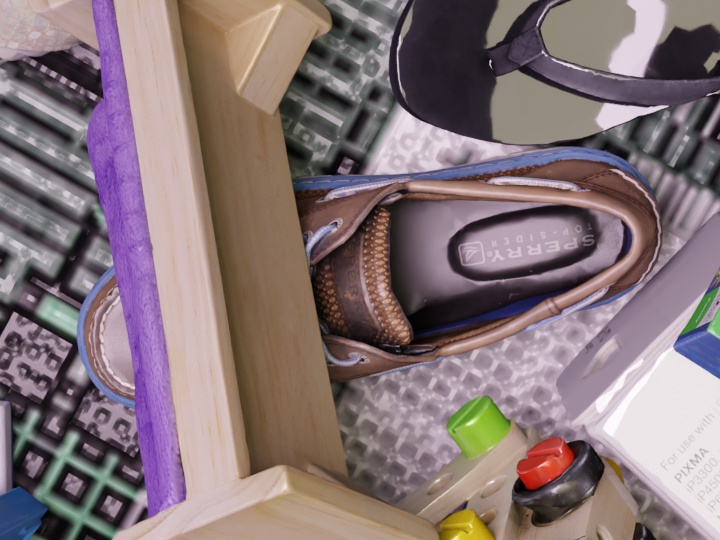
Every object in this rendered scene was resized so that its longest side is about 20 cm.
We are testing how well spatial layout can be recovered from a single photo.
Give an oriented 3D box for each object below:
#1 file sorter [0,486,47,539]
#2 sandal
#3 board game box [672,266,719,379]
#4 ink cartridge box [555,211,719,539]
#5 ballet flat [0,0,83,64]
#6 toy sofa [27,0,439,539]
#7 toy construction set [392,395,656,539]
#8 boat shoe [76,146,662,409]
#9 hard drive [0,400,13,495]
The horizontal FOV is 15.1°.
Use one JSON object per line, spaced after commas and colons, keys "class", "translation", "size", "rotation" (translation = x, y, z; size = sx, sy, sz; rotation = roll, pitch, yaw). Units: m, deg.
{"class": "file sorter", "translation": [-0.217, 0.122, 0.846], "size": [0.123, 0.139, 0.200], "rotation": [38, 95, 4]}
{"class": "sandal", "translation": [0.107, -0.084, 0.891], "size": [0.199, 0.043, 0.077], "rotation": [-5, 93, 2]}
{"class": "board game box", "translation": [0.206, 0.017, 0.768], "size": [0.199, 0.034, 0.136], "rotation": [32, 76, -5]}
{"class": "ink cartridge box", "translation": [0.163, 0.078, 0.848], "size": [0.200, 0.145, 0.083], "rotation": [42, 93, -1]}
{"class": "ballet flat", "translation": [-0.151, -0.095, 0.901], "size": [0.199, 0.068, 0.063], "rotation": [9, 122, 5]}
{"class": "toy sofa", "translation": [-0.053, 0.005, 0.819], "size": [0.097, 0.083, 0.201], "rotation": [-24, 62, 25]}
{"class": "toy construction set", "translation": [0.028, 0.116, 0.824], "size": [0.131, 0.200, 0.092], "rotation": [-30, 120, 23]}
{"class": "boat shoe", "translation": [0.000, 0.000, 0.886], "size": [0.199, 0.072, 0.073], "rotation": [-17, 93, 3]}
{"class": "hard drive", "translation": [-0.183, 0.145, 0.925], "size": [0.131, 0.025, 0.201], "rotation": [0, 94, 3]}
